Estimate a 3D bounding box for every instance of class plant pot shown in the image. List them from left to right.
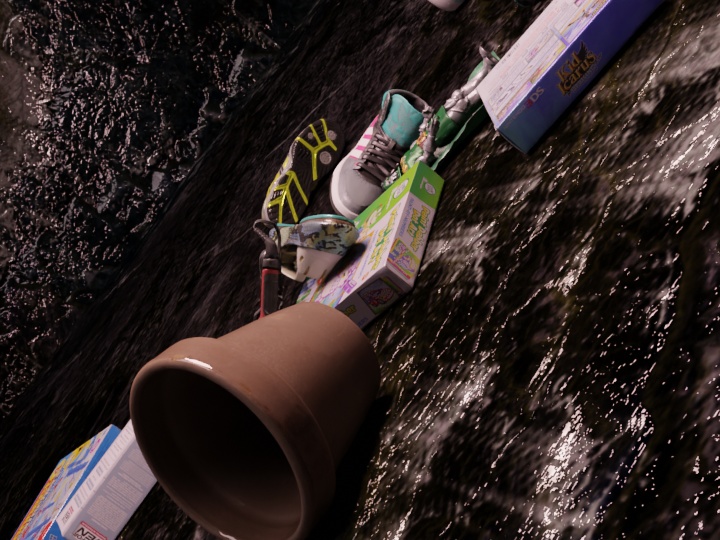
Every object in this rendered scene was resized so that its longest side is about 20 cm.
[{"bbox_3d":[-0.073,0.116,1.196,0.174,0.201,0.200,-40,4,-40],"label":"plant pot"}]

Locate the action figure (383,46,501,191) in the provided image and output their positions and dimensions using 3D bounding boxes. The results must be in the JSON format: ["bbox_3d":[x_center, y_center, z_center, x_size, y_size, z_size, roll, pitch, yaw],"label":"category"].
[{"bbox_3d":[0.095,-0.163,1.575,0.200,0.055,0.118,-52,17,16],"label":"action figure"}]

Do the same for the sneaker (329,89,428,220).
[{"bbox_3d":[0.037,-0.151,1.669,0.121,0.083,0.201,-50,10,46],"label":"sneaker"}]

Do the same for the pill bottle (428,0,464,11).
[{"bbox_3d":[0.164,-0.489,2.020,0.200,0.111,0.111,-45,16,27],"label":"pill bottle"}]

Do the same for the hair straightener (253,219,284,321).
[{"bbox_3d":[-0.106,0.029,1.517,0.077,0.041,0.201,-92,0,-61],"label":"hair straightener"}]

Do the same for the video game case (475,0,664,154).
[{"bbox_3d":[0.207,-0.226,1.389,0.200,0.045,0.181,-48,14,14],"label":"video game case"}]

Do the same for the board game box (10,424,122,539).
[{"bbox_3d":[-0.411,0.334,1.913,0.196,0.056,0.201,-34,23,49],"label":"board game box"}]

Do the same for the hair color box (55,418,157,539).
[{"bbox_3d":[-0.301,0.262,1.742,0.201,0.061,0.099,-53,14,-9],"label":"hair color box"}]

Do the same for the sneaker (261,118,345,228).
[{"bbox_3d":[-0.095,-0.148,2.068,0.201,0.075,0.076,-56,16,-23],"label":"sneaker"}]

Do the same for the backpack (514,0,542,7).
[{"bbox_3d":[0.229,-0.429,1.562,0.153,0.176,0.201,-11,39,43],"label":"backpack"}]

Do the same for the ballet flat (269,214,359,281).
[{"bbox_3d":[-0.054,-0.021,1.521,0.074,0.074,0.200,-55,13,-12],"label":"ballet flat"}]

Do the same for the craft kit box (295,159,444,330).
[{"bbox_3d":[0.000,0.000,1.489,0.197,0.048,0.201,-38,20,34],"label":"craft kit box"}]
